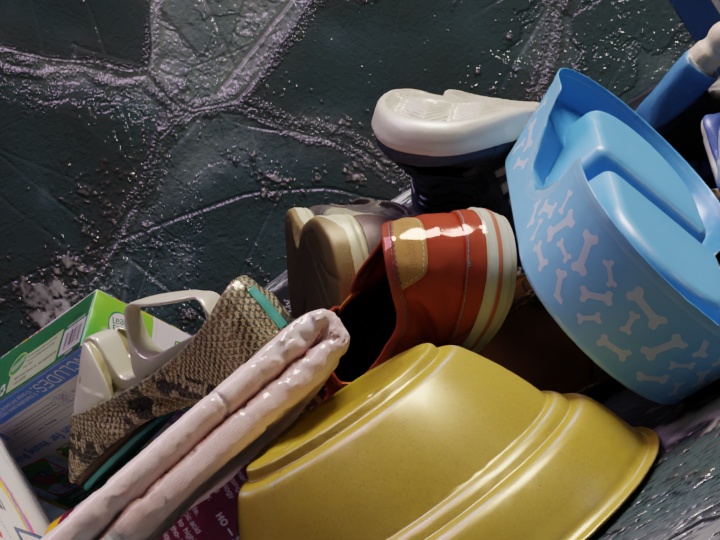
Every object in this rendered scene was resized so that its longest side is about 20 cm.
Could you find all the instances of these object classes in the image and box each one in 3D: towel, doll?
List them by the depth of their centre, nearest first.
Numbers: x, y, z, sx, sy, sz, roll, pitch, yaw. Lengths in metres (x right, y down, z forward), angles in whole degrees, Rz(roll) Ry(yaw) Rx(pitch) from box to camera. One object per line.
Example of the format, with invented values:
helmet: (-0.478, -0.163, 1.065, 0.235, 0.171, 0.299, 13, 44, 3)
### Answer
towel: (-0.098, 0.108, 0.813, 0.191, 0.032, 0.200, -41, -2, -26)
doll: (0.190, -0.074, 0.947, 0.199, 0.049, 0.137, -17, -38, 0)

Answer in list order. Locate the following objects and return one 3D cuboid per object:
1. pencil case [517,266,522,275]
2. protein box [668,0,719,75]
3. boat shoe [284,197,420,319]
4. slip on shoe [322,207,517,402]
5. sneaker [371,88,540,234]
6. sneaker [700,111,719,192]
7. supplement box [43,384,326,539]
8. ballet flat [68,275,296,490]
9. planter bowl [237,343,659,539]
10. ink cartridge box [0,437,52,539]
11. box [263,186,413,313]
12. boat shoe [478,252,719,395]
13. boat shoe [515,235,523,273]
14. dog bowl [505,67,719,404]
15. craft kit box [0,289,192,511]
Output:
pencil case: (0.040, 0.023, 1.031, 0.087, 0.088, 0.200, -34, 18, -10)
protein box: (0.292, -0.193, 1.073, 0.198, 0.201, 0.135, -31, 4, 40)
boat shoe: (0.000, -0.001, 0.953, 0.066, 0.072, 0.201, -7, 0, -8)
slip on shoe: (0.007, 0.038, 0.836, 0.061, 0.074, 0.200, 5, -34, -19)
sneaker: (0.052, -0.044, 0.924, 0.075, 0.085, 0.200, 10, 7, 16)
sneaker: (0.193, -0.041, 0.823, 0.075, 0.088, 0.200, -32, 4, -4)
supplement box: (-0.067, 0.122, 1.011, 0.200, 0.086, 0.110, -34, 3, -6)
ballet flat: (-0.105, 0.052, 0.987, 0.200, 0.075, 0.068, -31, 6, 43)
planter bowl: (0.013, 0.087, 0.744, 0.200, 0.084, 0.200, -33, 3, 2)
ink cartridge box: (-0.217, 0.157, 1.006, 0.087, 0.146, 0.200, -34, -15, -2)
box: (0.033, 0.018, 1.278, 0.196, 0.124, 0.200, -30, 4, 22)
boat shoe: (0.108, 0.019, 0.900, 0.200, 0.072, 0.068, -36, 3, -36)
boat shoe: (0.102, 0.001, 1.067, 0.071, 0.091, 0.200, -35, 3, -34)
dog bowl: (0.114, -0.015, 0.806, 0.050, 0.111, 0.200, -46, 18, 20)
craft kit box: (-0.133, 0.102, 1.147, 0.200, 0.197, 0.049, -30, 38, 45)
